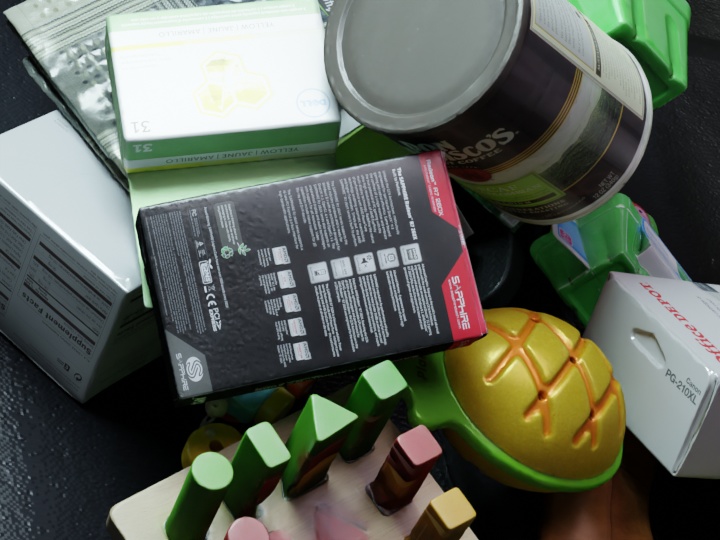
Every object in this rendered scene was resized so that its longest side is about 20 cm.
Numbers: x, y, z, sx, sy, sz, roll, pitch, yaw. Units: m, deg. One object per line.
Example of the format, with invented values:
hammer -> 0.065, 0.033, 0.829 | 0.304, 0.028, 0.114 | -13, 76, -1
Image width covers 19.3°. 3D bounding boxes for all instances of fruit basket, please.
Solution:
fruit basket -> 0.204, -0.017, 1.641 | 0.185, 0.094, 0.200 | 50, 26, -23
fruit basket -> 0.145, -0.179, 1.619 | 0.155, 0.215, 0.216 | 39, 25, -39

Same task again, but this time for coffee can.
coffee can -> 0.089, -0.129, 1.412 | 0.200, 0.146, 0.146 | 27, 24, -54

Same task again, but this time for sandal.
sandal -> 0.118, -0.023, 1.669 | 0.048, 0.075, 0.201 | 46, 40, -23

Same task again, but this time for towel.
towel -> -0.123, -0.153, 1.466 | 0.200, 0.035, 0.193 | -28, 61, -19

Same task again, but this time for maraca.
maraca -> 0.094, 0.079, 1.404 | 0.200, 0.107, 0.137 | 22, 41, -26

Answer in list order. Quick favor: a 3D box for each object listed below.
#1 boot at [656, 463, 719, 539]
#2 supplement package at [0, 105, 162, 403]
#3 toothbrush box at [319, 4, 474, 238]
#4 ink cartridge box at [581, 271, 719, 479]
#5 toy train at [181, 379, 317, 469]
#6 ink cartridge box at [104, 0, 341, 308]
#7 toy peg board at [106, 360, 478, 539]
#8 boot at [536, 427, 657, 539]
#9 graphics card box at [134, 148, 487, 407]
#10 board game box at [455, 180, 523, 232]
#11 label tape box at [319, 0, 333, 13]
boot -> 0.326, 0.185, 1.522 | 0.168, 0.077, 0.200 | -4, 40, -39
supplement package -> -0.166, -0.030, 1.461 | 0.156, 0.111, 0.200 | 39, 39, 16
toothbrush box -> -0.011, -0.097, 1.563 | 0.086, 0.200, 0.146 | -35, 56, 0
ink cartridge box -> 0.273, 0.078, 1.503 | 0.200, 0.085, 0.145 | 7, 26, -33
toy train -> -0.047, 0.123, 1.386 | 0.150, 0.056, 0.200 | 7, 55, -14
ink cartridge box -> -0.083, -0.080, 1.375 | 0.145, 0.048, 0.200 | -6, 60, -10
toy peg board -> -0.013, 0.167, 1.274 | 0.200, 0.098, 0.199 | -26, 68, -30
boot -> 0.125, 0.151, 1.481 | 0.188, 0.069, 0.200 | 23, 44, -17
graphics card box -> -0.032, 0.005, 1.324 | 0.199, 0.051, 0.126 | -12, 83, -12
board game box -> 0.071, -0.105, 1.684 | 0.105, 0.023, 0.200 | 42, 11, -25
label tape box -> -0.058, -0.228, 1.745 | 0.200, 0.066, 0.143 | -20, 52, -14
